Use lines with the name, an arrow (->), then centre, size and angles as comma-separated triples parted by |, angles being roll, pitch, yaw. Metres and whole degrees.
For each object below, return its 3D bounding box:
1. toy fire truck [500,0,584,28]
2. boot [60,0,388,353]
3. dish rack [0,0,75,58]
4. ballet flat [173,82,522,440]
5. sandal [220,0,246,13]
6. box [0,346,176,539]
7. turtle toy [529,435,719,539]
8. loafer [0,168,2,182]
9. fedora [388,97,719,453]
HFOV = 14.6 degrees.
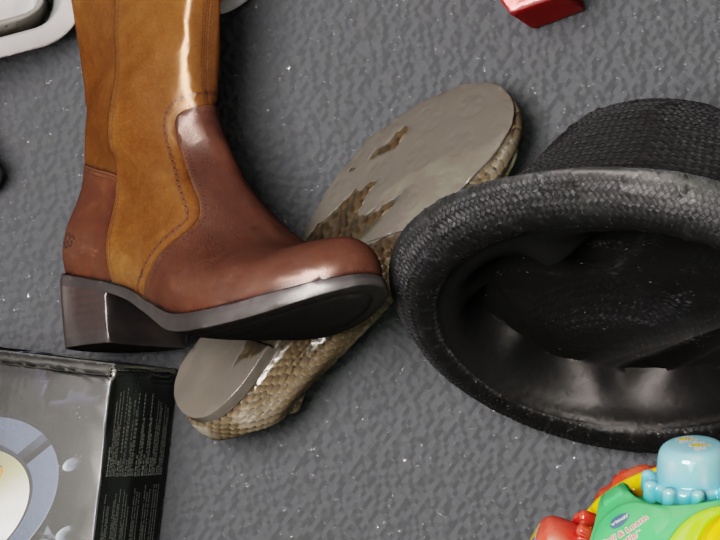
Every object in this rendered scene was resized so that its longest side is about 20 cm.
toy fire truck -> 0.089, -0.221, 1.206 | 0.141, 0.049, 0.200 | -24, 80, 14
boot -> -0.060, -0.069, 1.197 | 0.188, 0.068, 0.201 | -7, 80, 53
dish rack -> -0.231, -0.173, 1.266 | 0.171, 0.044, 0.200 | -17, 80, -25
ballet flat -> 0.000, 0.000, 1.224 | 0.200, 0.046, 0.067 | -47, 40, 4
sandal -> -0.042, -0.213, 1.238 | 0.079, 0.059, 0.207 | 33, 96, 16
box -> -0.180, 0.132, 1.243 | 0.163, 0.086, 0.201 | 6, 88, 16
turtle toy -> 0.111, 0.139, 1.142 | 0.200, 0.146, 0.101 | -33, 57, 11
loafer -> -0.262, -0.028, 1.290 | 0.200, 0.072, 0.063 | -23, 73, 5
fedora -> 0.115, -0.008, 1.152 | 0.200, 0.201, 0.092 | 7, 53, 16
